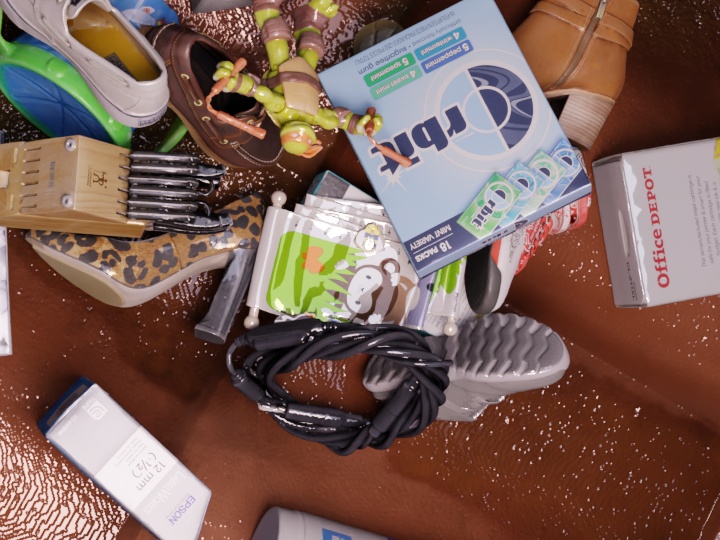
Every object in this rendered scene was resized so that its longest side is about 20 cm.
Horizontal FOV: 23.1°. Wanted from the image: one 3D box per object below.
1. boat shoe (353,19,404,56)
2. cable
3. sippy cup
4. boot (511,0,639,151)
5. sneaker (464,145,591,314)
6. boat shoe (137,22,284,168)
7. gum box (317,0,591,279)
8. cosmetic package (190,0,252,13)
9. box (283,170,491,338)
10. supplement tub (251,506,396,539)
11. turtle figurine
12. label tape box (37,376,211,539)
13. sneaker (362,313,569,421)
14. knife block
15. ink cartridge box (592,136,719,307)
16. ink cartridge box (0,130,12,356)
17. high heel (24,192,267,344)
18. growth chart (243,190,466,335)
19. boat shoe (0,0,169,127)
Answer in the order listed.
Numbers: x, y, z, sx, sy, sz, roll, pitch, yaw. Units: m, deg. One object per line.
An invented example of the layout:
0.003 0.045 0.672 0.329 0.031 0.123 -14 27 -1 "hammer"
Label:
0.050 -0.132 1.610 0.072 0.066 0.201 -22 90 5 "boat shoe"
-0.009 0.104 1.531 0.163 0.200 0.051 60 32 -37 "cable"
-0.226 -0.185 1.519 0.139 0.178 0.130 22 67 30 "sippy cup"
0.161 -0.217 1.641 0.200 0.074 0.155 23 84 -24 "boot"
0.157 -0.043 1.606 0.108 0.067 0.202 15 57 -16 "sneaker"
-0.117 -0.144 1.516 0.200 0.070 0.071 38 64 -51 "boat shoe"
0.081 -0.119 1.538 0.170 0.045 0.200 -26 79 1 "gum box"
-0.088 -0.280 1.512 0.101 0.200 0.071 -11 90 -15 "cosmetic package"
0.029 -0.005 1.610 0.200 0.049 0.082 31 81 -11 "box"
-0.001 0.296 1.552 0.200 0.132 0.132 19 84 -14 "supplement tub"
-0.048 -0.158 1.492 0.200 0.064 0.162 13 62 -29 "turtle figurine"
-0.181 0.181 1.504 0.200 0.143 0.066 42 80 -9 "label tape box"
0.103 0.094 1.572 0.082 0.200 0.075 53 44 -33 "sneaker"
-0.214 -0.063 1.500 0.175 0.200 0.064 16 74 -53 "knife block"
0.333 -0.052 1.670 0.200 0.083 0.146 -9 91 -14 "ink cartridge box"
-0.403 -0.021 1.509 0.200 0.043 0.199 -2 89 -13 "ink cartridge box"
-0.183 -0.035 1.560 0.200 0.071 0.143 24 69 -7 "high heel"
0.000 0.000 1.559 0.200 0.018 0.145 4 83 -5 "growth chart"
-0.226 -0.205 1.420 0.071 0.070 0.200 -34 75 -28 "boat shoe"
